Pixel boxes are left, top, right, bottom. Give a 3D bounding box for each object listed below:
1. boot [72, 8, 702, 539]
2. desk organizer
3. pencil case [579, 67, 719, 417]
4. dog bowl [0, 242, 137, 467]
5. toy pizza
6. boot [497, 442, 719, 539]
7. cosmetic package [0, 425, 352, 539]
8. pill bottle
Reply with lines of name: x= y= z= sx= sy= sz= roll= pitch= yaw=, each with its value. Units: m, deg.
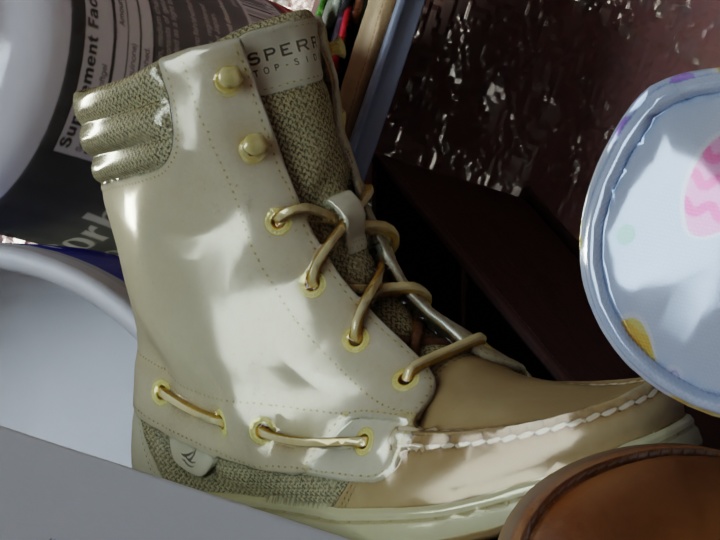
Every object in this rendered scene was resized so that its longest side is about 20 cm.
boot: x=0.000 y=0.000 z=0.759 sx=0.199 sy=0.073 sz=0.157 roll=-7 pitch=94 yaw=42
desk organizer: x=0.060 y=0.048 z=0.834 sx=0.072 sy=0.077 sz=0.200 roll=-58 pitch=43 yaw=19
pencil case: x=0.116 y=0.001 z=0.689 sx=0.083 sy=0.200 sz=0.091 roll=-27 pitch=78 yaw=13
dog bowl: x=-0.120 y=0.090 z=0.903 sx=0.199 sy=0.079 sz=0.202 roll=0 pitch=91 yaw=17
toy pizza: x=-0.004 y=-0.072 z=0.892 sx=0.200 sy=0.032 sz=0.201 roll=-161 pitch=90 yaw=-88
boot: x=0.146 y=0.081 z=0.628 sx=0.154 sy=0.199 sz=0.074 roll=-6 pitch=79 yaw=56
cosmetic package: x=-0.076 y=0.171 z=0.748 sx=0.198 sy=0.123 sz=0.201 roll=16 pitch=125 yaw=19
pill bottle: x=-0.114 y=-0.067 z=0.973 sx=0.115 sy=0.199 sz=0.117 roll=-18 pitch=66 yaw=45
